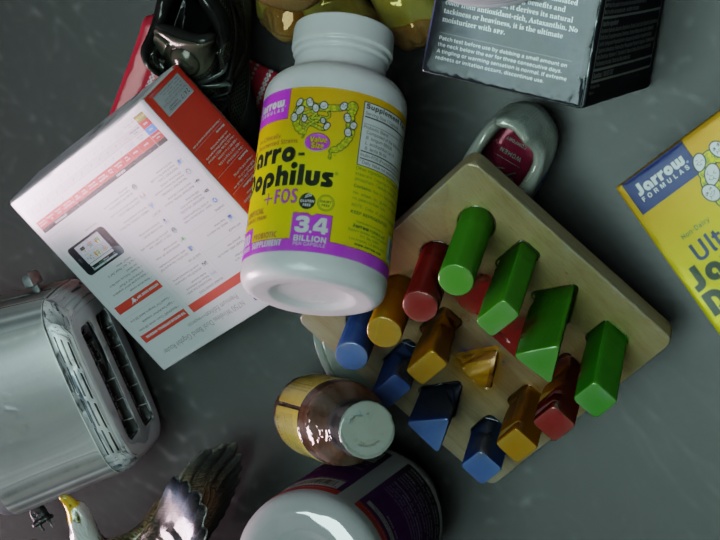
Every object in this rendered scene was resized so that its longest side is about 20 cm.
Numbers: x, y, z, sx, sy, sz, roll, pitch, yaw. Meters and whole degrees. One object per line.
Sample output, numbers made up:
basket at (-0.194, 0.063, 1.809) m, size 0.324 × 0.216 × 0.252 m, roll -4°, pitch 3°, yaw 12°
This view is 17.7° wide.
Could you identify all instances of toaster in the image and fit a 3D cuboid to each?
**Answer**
toaster at (-0.245, 0.103, 1.820) m, size 0.129 × 0.114 × 0.201 m, roll -20°, pitch 98°, yaw 19°

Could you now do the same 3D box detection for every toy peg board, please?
toy peg board at (0.081, 0.059, 1.656) m, size 0.200 × 0.098 × 0.199 m, roll 41°, pitch 122°, yaw -11°

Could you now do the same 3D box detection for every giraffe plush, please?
giraffe plush at (-0.032, -0.244, 1.661) m, size 0.172 × 0.162 × 0.201 m, roll -11°, pitch 96°, yaw 21°

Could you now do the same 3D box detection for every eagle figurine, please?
eagle figurine at (-0.179, 0.224, 1.774) m, size 0.199 × 0.151 × 0.152 m, roll -19°, pitch 56°, yaw 10°

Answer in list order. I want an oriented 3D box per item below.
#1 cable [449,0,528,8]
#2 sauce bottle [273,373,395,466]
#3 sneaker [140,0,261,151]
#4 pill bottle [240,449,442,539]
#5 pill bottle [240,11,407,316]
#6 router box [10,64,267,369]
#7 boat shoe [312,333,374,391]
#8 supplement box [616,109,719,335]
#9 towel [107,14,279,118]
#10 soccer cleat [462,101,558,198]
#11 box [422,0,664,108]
cable at (0.075, -0.268, 1.458) m, size 0.199 × 0.069 × 0.201 m, roll -21°, pitch 89°, yaw 23°
sauce bottle at (-0.017, 0.110, 1.662) m, size 0.064 × 0.200 × 0.065 m, roll 0°, pitch 91°, yaw -12°
sneaker at (-0.117, -0.126, 1.719) m, size 0.076 × 0.114 × 0.201 m, roll -1°, pitch 99°, yaw 18°
pill bottle at (-0.007, 0.196, 1.705) m, size 0.112 × 0.200 × 0.113 m, roll 3°, pitch 100°, yaw 19°
pill bottle at (-0.023, -0.076, 1.628) m, size 0.104 × 0.104 × 0.201 m, roll 0°, pitch 72°, yaw 19°
router box at (-0.144, -0.035, 1.731) m, size 0.180 × 0.049 × 0.200 m, roll 48°, pitch 137°, yaw -11°
boat shoe at (0.000, 0.000, 1.745) m, size 0.075 × 0.060 × 0.201 m, roll 2°, pitch 113°, yaw 13°
supplement box at (0.288, -0.014, 1.615) m, size 0.109 × 0.109 × 0.200 m, roll -37°, pitch 85°, yaw 21°
towel at (-0.106, -0.096, 1.789) m, size 0.199 × 0.022 × 0.145 m, roll 26°, pitch 104°, yaw 12°
soccer cleat at (0.079, -0.034, 1.698) m, size 0.070 × 0.086 × 0.201 m, roll 29°, pitch 107°, yaw 13°
box at (0.140, -0.227, 1.585) m, size 0.123 × 0.200 × 0.199 m, roll 15°, pitch 102°, yaw 17°
